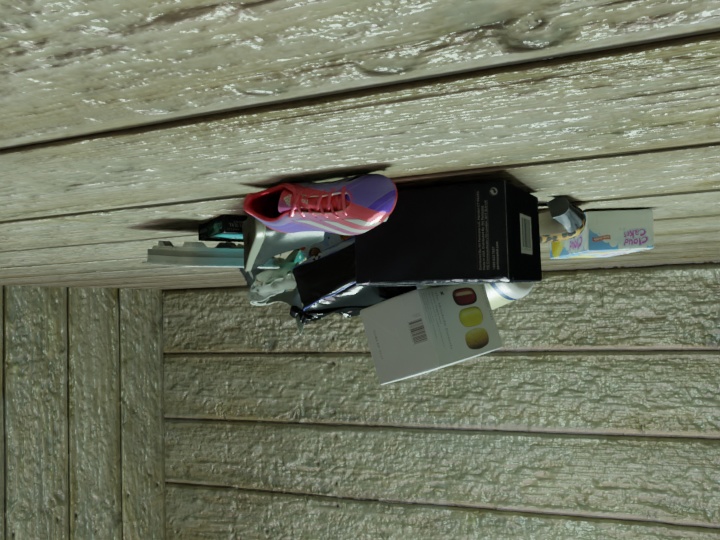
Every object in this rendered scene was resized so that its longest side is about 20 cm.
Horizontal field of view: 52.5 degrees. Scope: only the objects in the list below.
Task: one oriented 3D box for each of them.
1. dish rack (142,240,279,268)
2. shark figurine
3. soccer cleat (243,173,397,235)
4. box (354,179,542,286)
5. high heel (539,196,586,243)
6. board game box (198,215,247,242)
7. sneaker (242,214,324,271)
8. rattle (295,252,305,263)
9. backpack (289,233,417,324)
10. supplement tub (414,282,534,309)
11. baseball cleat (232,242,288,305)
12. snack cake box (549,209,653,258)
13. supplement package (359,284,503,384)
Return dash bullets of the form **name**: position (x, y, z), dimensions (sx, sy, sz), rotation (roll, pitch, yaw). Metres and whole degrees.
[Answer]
- **dish rack**: position (-0.256, -0.028, 1.252), dimensions (0.198, 0.044, 0.171), rotation (0, -176, -42)
- **shark figurine**: position (-0.106, 0.031, 1.255), dimensions (0.128, 0.090, 0.214), rotation (-39, -158, -10)
- **soccer cleat**: position (-0.048, -0.076, 0.835), dimensions (0.198, 0.068, 0.076), rotation (-1, 173, 41)
- **box**: position (0.118, -0.041, 0.950), dimensions (0.196, 0.125, 0.200), rotation (-4, 177, 24)
- **high heel**: position (0.244, -0.059, 1.128), dimensions (0.198, 0.072, 0.142), rotation (-14, 165, 27)
- **board game box**: position (-0.156, -0.066, 1.218), dimensions (0.198, 0.029, 0.135), rotation (1, 176, -30)
- **sneaker**: position (-0.114, -0.045, 1.060), dimensions (0.105, 0.076, 0.200), rotation (-2, 169, -16)
- **rattle**: position (-0.073, -0.040, 1.460), dimensions (0.141, 0.131, 0.201), rotation (-19, 143, 5)
- **backpack**: position (0.000, 0.000, 1.179), dimensions (0.198, 0.156, 0.190), rotation (-19, 160, 24)
- **supplement tub**: position (0.178, 0.008, 1.241), dimensions (0.199, 0.147, 0.144), rotation (-28, 161, 36)
- **baseball cleat**: position (-0.212, 0.005, 1.395), dimensions (0.199, 0.108, 0.069), rotation (17, 178, 40)
- **snack cake box**: position (0.416, -0.061, 1.280), dimensions (0.113, 0.068, 0.200), rotation (-1, 177, -3)
- **supplement package**: position (0.110, 0.088, 1.089), dimensions (0.109, 0.115, 0.199), rotation (-22, 171, 35)
